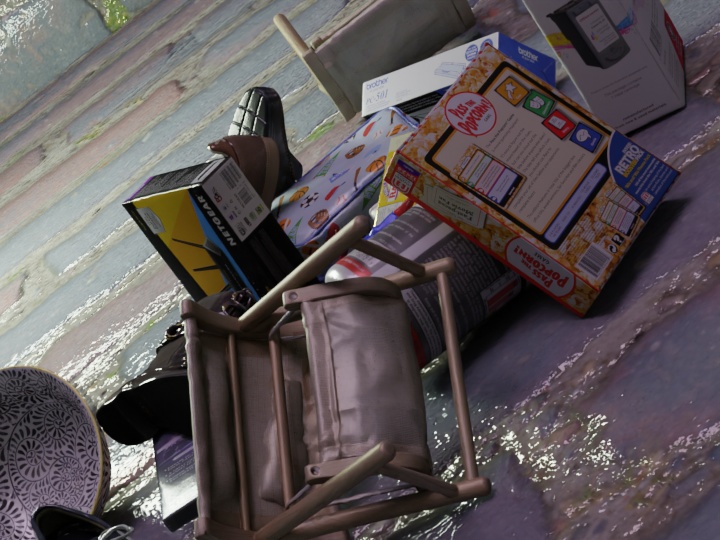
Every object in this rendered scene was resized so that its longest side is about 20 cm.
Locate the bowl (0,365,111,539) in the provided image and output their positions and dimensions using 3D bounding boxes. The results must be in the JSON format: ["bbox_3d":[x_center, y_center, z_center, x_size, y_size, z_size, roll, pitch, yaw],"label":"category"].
[{"bbox_3d":[-0.309,0.197,1.674,0.200,0.201,0.094,-32,-21,14],"label":"bowl"}]

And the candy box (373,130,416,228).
[{"bbox_3d":[0.051,-0.040,1.618,0.102,0.026,0.201,-13,59,50],"label":"candy box"}]

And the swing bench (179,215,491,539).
[{"bbox_3d":[-0.026,0.096,1.337,0.200,0.130,0.200,-26,57,32],"label":"swing bench"}]

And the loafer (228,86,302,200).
[{"bbox_3d":[-0.098,-0.110,1.893,0.072,0.201,0.073,-19,39,-33],"label":"loafer"}]

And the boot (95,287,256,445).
[{"bbox_3d":[-0.147,0.075,1.614,0.200,0.069,0.174,-15,29,45],"label":"boot"}]

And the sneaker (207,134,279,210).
[{"bbox_3d":[-0.135,-0.042,1.818,0.075,0.201,0.070,4,7,-20],"label":"sneaker"}]

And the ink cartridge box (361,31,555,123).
[{"bbox_3d":[0.103,-0.194,1.864,0.199,0.094,0.044,-15,66,43],"label":"ink cartridge box"}]

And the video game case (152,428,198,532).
[{"bbox_3d":[-0.118,0.143,1.545,0.143,0.019,0.200,-33,20,2],"label":"video game case"}]

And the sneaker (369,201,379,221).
[{"bbox_3d":[0.090,-0.107,1.704,0.088,0.075,0.200,34,70,32],"label":"sneaker"}]

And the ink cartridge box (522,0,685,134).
[{"bbox_3d":[0.224,-0.246,1.644,0.085,0.200,0.148,-26,23,25],"label":"ink cartridge box"}]

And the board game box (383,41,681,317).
[{"bbox_3d":[0.143,-0.078,1.445,0.152,0.200,0.046,-50,-8,-32],"label":"board game box"}]

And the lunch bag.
[{"bbox_3d":[-0.001,-0.083,1.824,0.200,0.076,0.160,-39,25,-2],"label":"lunch bag"}]

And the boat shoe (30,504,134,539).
[{"bbox_3d":[-0.222,0.250,1.498,0.075,0.062,0.200,-39,31,-18],"label":"boat shoe"}]

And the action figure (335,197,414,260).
[{"bbox_3d":[0.000,0.000,1.590,0.200,0.052,0.066,-60,31,24],"label":"action figure"}]

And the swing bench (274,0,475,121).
[{"bbox_3d":[0.022,-0.297,2.147,0.199,0.130,0.200,-36,27,1],"label":"swing bench"}]

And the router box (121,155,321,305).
[{"bbox_3d":[-0.125,-0.010,1.709,0.149,0.200,0.051,-9,33,52],"label":"router box"}]

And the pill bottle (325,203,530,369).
[{"bbox_3d":[0.078,-0.008,1.496,0.200,0.116,0.116,-36,21,-15],"label":"pill bottle"}]
